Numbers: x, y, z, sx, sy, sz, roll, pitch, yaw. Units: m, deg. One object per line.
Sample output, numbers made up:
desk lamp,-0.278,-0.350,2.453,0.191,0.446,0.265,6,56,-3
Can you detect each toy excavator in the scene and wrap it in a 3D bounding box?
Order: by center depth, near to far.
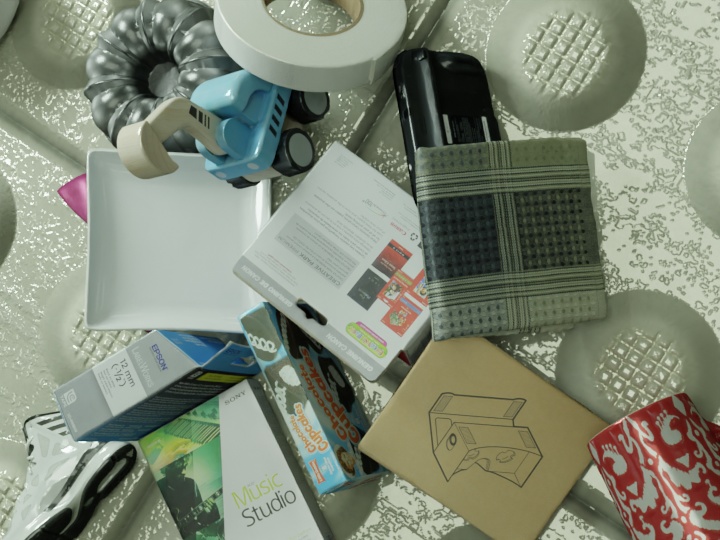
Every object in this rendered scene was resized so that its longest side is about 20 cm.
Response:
toy excavator,-0.146,-0.148,1.439,0.100,0.200,0.195,-10,57,41

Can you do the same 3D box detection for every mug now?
mug,0.323,0.224,1.347,0.133,0.177,0.200,-46,65,45

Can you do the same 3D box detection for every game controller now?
game controller,0.093,-0.139,1.444,0.042,0.104,0.200,-43,49,52

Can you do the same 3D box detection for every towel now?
towel,0.147,-0.032,1.398,0.200,0.035,0.193,-5,86,-24

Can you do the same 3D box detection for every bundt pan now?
bundt pan,-0.217,-0.211,1.562,0.202,0.076,0.202,-2,82,16

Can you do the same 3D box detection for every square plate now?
square plate,-0.192,-0.029,1.511,0.198,0.028,0.200,2,74,-14

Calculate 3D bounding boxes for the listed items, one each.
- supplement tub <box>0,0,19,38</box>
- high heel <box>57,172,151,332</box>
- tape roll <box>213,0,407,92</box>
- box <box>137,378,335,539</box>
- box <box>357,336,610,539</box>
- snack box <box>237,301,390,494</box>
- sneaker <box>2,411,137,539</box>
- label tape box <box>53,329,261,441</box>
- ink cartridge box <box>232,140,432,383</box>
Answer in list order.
supplement tub,-0.507,-0.341,1.626,0.200,0.144,0.144,29,92,17
high heel,-0.274,-0.017,1.559,0.096,0.067,0.200,-15,65,6
tape roll,-0.052,-0.266,1.477,0.203,0.037,0.203,6,49,-6
box,-0.132,0.234,1.505,0.144,0.036,0.200,-30,75,11
box,0.124,0.166,1.416,0.200,0.021,0.164,34,93,0
snack box,-0.046,0.127,1.448,0.037,0.116,0.200,-31,76,19
sneaker,-0.347,0.233,1.559,0.201,0.076,0.115,-47,65,-2
label tape box,-0.196,0.107,1.478,0.200,0.143,0.066,-32,74,14
ink cartridge box,0.000,0.000,1.453,0.200,0.084,0.176,38,83,17
